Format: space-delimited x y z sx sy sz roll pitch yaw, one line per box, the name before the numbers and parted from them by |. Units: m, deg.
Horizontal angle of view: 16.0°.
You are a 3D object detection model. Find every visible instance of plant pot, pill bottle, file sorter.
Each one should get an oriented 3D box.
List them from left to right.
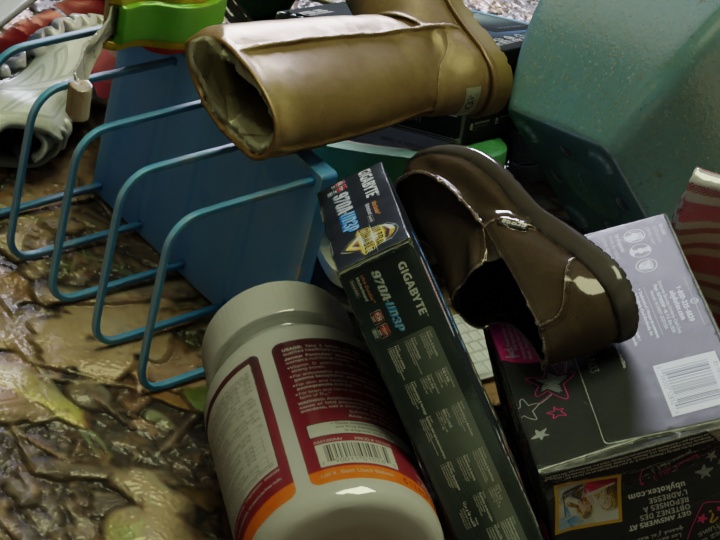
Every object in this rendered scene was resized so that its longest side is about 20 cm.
file sorter | -0.133 -0.044 1.556 0.122 0.140 0.200 -17 45 -39
pill bottle | -0.027 0.100 1.412 0.109 0.110 0.201 6 34 -19
plant pot | 0.216 -0.119 1.702 0.200 0.197 0.195 -43 35 -13

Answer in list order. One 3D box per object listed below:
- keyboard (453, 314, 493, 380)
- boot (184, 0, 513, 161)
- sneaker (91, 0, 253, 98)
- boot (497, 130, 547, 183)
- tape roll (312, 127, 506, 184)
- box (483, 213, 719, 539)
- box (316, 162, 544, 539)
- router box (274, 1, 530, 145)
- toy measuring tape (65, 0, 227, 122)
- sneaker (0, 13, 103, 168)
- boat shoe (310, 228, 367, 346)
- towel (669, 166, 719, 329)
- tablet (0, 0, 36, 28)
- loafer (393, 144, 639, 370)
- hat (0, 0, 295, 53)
keyboard | 0.110 0.040 1.670 0.199 0.011 0.056 -14 44 -40
boot | -0.023 -0.146 1.565 0.199 0.066 0.175 -12 46 -39
sneaker | -0.122 -0.143 1.728 0.074 0.087 0.200 53 18 18
boot | 0.177 -0.110 1.885 0.173 0.070 0.200 9 28 -4
tape roll | -0.004 -0.075 1.693 0.199 0.049 0.201 8 14 -2
box | 0.152 0.080 1.494 0.131 0.115 0.201 -14 37 -1
box | 0.038 0.055 1.416 0.046 0.201 0.159 -24 17 3
router box | 0.046 -0.142 1.762 0.149 0.063 0.200 14 15 24
toy measuring tape | -0.120 -0.145 1.525 0.073 0.074 0.201 17 37 -1
sneaker | -0.213 -0.109 1.688 0.081 0.075 0.199 42 44 18
boat shoe | -0.003 0.000 1.629 0.073 0.064 0.202 1 20 -6
towel | 0.247 0.023 1.595 0.145 0.201 0.030 19 54 1
tablet | -0.272 -0.144 1.641 0.014 0.129 0.200 61 35 -15
loafer | 0.074 -0.010 1.478 0.071 0.073 0.200 -31 39 -21
hat | -0.160 -0.152 1.788 0.198 0.166 0.177 5 61 21
